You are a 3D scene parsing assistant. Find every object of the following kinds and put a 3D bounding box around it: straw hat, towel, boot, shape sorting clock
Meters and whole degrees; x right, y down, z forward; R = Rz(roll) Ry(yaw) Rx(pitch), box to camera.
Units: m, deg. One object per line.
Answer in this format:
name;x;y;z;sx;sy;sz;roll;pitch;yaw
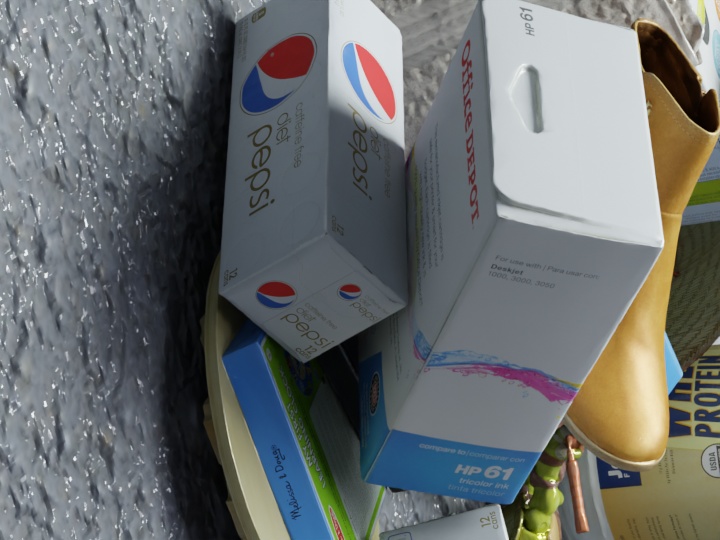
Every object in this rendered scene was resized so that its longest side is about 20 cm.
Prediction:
straw hat;0.165;-0.005;1.427;0.085;0.200;0.202;46;37;-26
towel;0.082;-0.142;1.190;0.034;0.199;0.133;-6;75;-79
boot;0.138;-0.017;1.072;0.070;0.144;0.202;7;49;-28
shape sorting clock;-0.034;0.080;1.066;0.200;0.039;0.202;-16;90;-76

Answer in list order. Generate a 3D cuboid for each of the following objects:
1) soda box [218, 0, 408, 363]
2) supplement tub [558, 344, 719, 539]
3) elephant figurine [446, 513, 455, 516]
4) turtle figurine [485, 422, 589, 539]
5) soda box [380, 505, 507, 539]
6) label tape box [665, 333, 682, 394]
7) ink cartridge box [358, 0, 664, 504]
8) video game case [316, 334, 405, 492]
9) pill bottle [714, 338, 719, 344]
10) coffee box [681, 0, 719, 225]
soda box;-0.021;-0.057;1.050;0.064;0.068;0.201;41;33;-35
supplement tub;0.220;0.126;1.453;0.144;0.199;0.146;-8;90;-68
elephant figurine;0.080;0.252;1.191;0.200;0.140;0.156;-66;174;-77
turtle figurine;0.104;0.165;1.317;0.161;0.064;0.201;-75;170;-66
soda box;0.061;0.221;1.032;0.068;0.063;0.201;73;5;-57
label tape box;0.083;0.004;1.251;0.066;0.199;0.143;-50;148;-11
ink cartridge box;0.065;-0.007;1.013;0.201;0.084;0.145;113;-17;-46
video game case;0.000;0.000;1.162;0.201;0.019;0.143;-87;157;-47
pill bottle;0.265;0.084;1.693;0.200;0.111;0.113;38;48;-60
coffee box;0.135;-0.153;1.343;0.198;0.199;0.201;51;37;-52
